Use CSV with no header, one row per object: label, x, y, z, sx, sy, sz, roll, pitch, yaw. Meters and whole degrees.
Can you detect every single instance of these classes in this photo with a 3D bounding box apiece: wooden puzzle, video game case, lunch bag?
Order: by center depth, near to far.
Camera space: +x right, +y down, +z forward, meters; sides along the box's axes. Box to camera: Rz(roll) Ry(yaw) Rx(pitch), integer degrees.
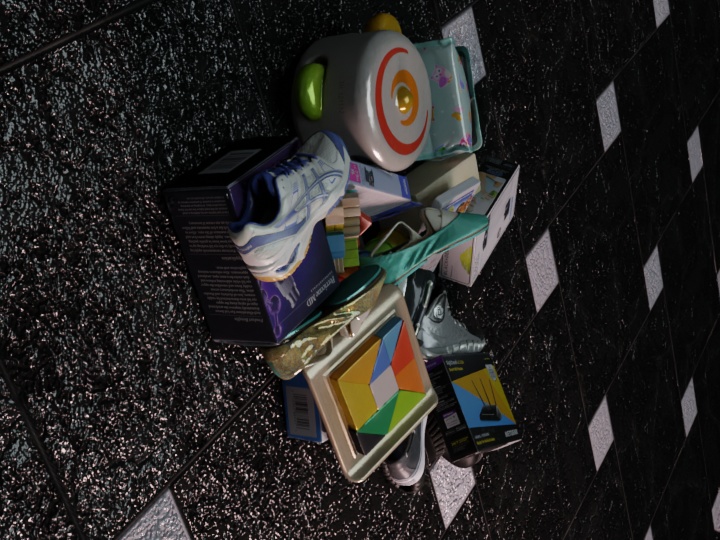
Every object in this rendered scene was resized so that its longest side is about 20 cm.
wooden puzzle,0.021,0.148,1.332,0.185,0.037,0.202,-40,123,-31
video game case,0.102,-0.037,1.504,0.143,0.018,0.202,-31,152,-57
lunch bag,0.112,-0.251,1.525,0.200,0.120,0.173,-32,113,-78

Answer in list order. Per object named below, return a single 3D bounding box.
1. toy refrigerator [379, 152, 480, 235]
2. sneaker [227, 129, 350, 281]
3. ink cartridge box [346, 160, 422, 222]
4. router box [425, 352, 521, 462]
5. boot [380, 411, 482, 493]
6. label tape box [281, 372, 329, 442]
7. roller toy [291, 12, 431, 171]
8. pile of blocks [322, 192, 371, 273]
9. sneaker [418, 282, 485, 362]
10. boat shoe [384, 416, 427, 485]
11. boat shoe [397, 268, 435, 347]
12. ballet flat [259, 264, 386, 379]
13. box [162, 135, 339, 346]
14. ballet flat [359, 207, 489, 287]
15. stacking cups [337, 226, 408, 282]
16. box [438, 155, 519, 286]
toy refrigerator,0.107,-0.116,1.567,0.200,0.075,0.071,-37,121,-50
sneaker,-0.074,-0.089,1.108,0.088,0.074,0.202,54,48,-41
ink cartridge box,-0.018,-0.098,1.338,0.199,0.118,0.043,12,64,-55
router box,0.169,0.204,1.560,0.199,0.051,0.151,6,60,-63
boot,0.109,0.282,1.573,0.212,0.079,0.159,51,43,-31
label tape box,-0.025,0.129,1.385,0.199,0.063,0.146,-20,108,-54
roller toy,0.010,-0.223,1.359,0.201,0.138,0.184,-55,134,-40
pile of blocks,-0.016,-0.040,1.308,0.200,0.061,0.083,100,-17,-76
sneaker,0.140,0.076,1.620,0.199,0.074,0.117,-8,99,-55
boat shoe,0.054,0.207,1.463,0.066,0.069,0.202,56,28,-43
boat shoe,0.061,0.094,1.423,0.076,0.059,0.203,-134,-125,-77
ballet flat,-0.038,0.066,1.248,0.199,0.070,0.071,-35,120,-32
box,-0.123,-0.035,1.196,0.148,0.103,0.202,-45,126,-47
ballet flat,0.083,-0.043,1.374,0.199,0.067,0.071,-31,102,-12
stacking cups,0.000,0.000,1.417,0.200,0.060,0.061,-36,120,-52
box,0.196,-0.083,1.684,0.200,0.059,0.118,-53,154,-41
